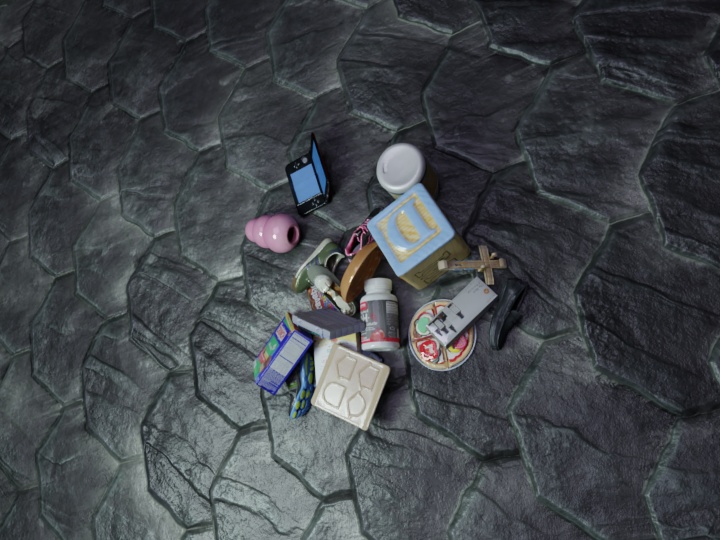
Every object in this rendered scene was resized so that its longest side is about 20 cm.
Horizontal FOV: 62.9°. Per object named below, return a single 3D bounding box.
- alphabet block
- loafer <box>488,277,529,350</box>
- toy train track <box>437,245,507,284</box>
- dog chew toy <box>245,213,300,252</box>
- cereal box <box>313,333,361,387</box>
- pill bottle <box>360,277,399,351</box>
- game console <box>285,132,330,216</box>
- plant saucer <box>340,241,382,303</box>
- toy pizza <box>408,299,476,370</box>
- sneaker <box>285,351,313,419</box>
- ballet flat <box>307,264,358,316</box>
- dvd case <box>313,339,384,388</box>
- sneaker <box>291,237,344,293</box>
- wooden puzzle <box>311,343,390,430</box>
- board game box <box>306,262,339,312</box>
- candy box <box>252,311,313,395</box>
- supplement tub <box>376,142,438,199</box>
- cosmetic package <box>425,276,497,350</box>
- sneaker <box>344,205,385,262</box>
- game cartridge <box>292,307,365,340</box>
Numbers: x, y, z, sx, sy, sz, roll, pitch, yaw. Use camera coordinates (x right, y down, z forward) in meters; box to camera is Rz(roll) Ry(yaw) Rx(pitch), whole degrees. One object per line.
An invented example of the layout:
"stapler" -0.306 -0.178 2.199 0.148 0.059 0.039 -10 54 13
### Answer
"alphabet block" 0.167 -0.090 1.651 0.195 0.200 0.197 -35 66 12
"loafer" 0.396 0.118 1.573 0.070 0.068 0.203 13 80 35
"toy train track" 0.309 -0.020 1.603 0.197 0.033 0.116 -2 68 -12
"dog chew toy" -0.293 -0.126 1.910 0.198 0.124 0.126 9 81 33
"cereal box" -0.064 0.284 1.732 0.142 0.039 0.203 -12 74 20
"pill bottle" 0.054 0.129 1.698 0.109 0.111 0.203 -8 75 22
"game console" -0.174 -0.307 1.897 0.171 0.119 0.202 -24 69 16
"plant saucer" 0.000 0.000 1.700 0.037 0.200 0.201 31 91 13
"toy pizza" 0.226 0.179 1.654 0.198 0.032 0.203 -6 76 23
"sneaker" -0.190 0.347 1.785 0.082 0.070 0.202 -6 73 35
"ballet flat" -0.083 0.060 1.756 0.200 0.064 0.067 44 104 -3
"dvd case" -0.037 0.304 1.748 0.142 0.018 0.201 35 94 27
"sneaker" -0.125 0.000 1.809 0.090 0.067 0.201 38 91 32
"wooden puzzle" -0.025 0.327 1.665 0.198 0.046 0.187 20 85 26
"board game box" -0.111 0.088 1.831 0.102 0.019 0.202 -24 69 18
"candy box" -0.237 0.246 1.769 0.077 0.169 0.201 35 92 -18
"supplement tub" 0.143 -0.266 1.702 0.143 0.200 0.147 -6 75 21
"cosmetic package" 0.278 0.116 1.610 0.200 0.051 0.083 -43 68 -7
"sneaker" 0.016 -0.111 1.781 0.079 0.095 0.201 30 89 28
"game cartridge" -0.096 0.152 1.691 0.199 0.129 0.039 16 116 52
